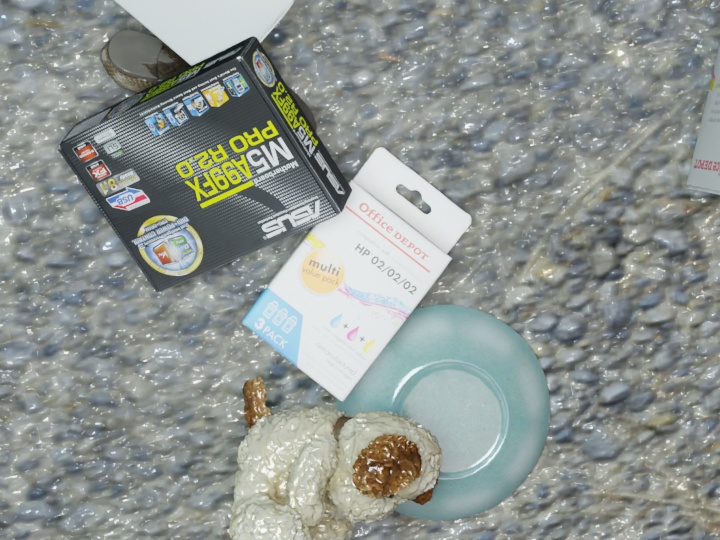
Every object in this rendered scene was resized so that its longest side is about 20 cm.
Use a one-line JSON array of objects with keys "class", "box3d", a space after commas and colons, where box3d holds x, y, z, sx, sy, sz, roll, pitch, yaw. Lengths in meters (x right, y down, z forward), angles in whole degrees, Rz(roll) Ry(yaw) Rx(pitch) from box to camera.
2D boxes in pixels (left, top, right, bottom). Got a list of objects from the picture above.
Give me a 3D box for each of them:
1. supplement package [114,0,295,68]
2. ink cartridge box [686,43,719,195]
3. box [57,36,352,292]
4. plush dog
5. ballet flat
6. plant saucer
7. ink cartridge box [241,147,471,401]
[{"class": "supplement package", "box3d": [-0.145, -0.274, 1.496, 0.200, 0.117, 0.117, 40, 123, -9]}, {"class": "ink cartridge box", "box3d": [0.365, -0.158, 1.577, 0.085, 0.148, 0.201, 11, 96, -7]}, {"class": "box", "box3d": [-0.132, -0.086, 1.512, 0.199, 0.044, 0.161, -21, 112, 26]}, {"class": "plush dog", "box3d": [-0.014, 0.166, 1.535, 0.171, 0.200, 0.161, -6, 84, 13]}, {"class": "ballet flat", "box3d": [-0.134, -0.153, 1.570, 0.199, 0.046, 0.068, 20, 62, -14]}, {"class": "plant saucer", "box3d": [0.078, 0.132, 1.625, 0.200, 0.039, 0.202, -1, 95, -7]}, {"class": "ink cartridge box", "box3d": [0.000, 0.000, 1.581, 0.115, 0.068, 0.200, 37, 90, -2]}]
